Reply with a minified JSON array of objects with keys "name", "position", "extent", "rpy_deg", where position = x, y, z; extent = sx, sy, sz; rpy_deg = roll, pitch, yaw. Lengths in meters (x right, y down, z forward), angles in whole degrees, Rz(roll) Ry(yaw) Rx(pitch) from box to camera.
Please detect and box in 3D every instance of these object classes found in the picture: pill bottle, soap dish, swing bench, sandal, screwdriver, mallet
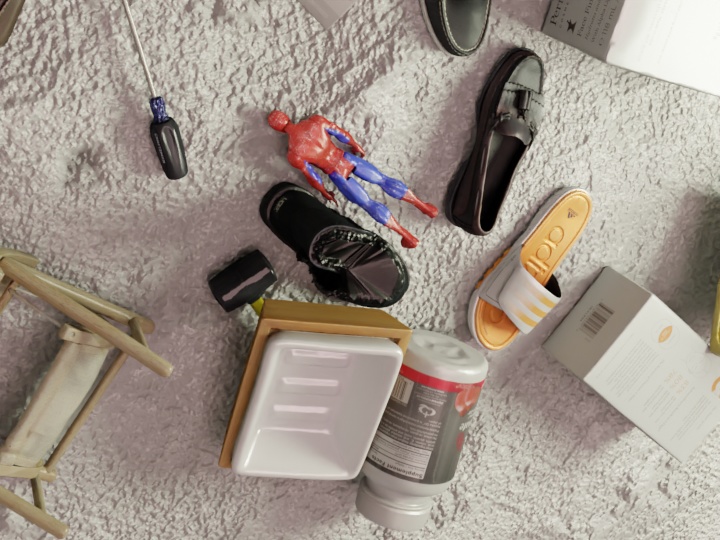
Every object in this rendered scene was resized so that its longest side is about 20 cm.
[{"name":"pill bottle","position":[0.058,0.173,1.472],"extent":[0.110,0.111,0.201],"rpy_deg":[9,107,-26]},{"name":"soap dish","position":[-0.051,0.120,1.387],"extent":[0.157,0.081,0.201],"rpy_deg":[5,126,-19]},{"name":"swing bench","position":[-0.316,0.105,1.272],"extent":[0.200,0.130,0.199],"rpy_deg":[32,96,-25]},{"name":"sandal","position":[0.193,0.002,1.492],"extent":[0.079,0.059,0.207],"rpy_deg":[29,97,-30]},{"name":"screwdriver","position":[-0.194,-0.174,1.263],"extent":[0.028,0.029,0.201],"rpy_deg":[-22,123,-15]},{"name":"mallet","position":[-0.077,0.060,1.412],"extent":[0.066,0.041,0.200],"rpy_deg":[-40,125,-1]}]

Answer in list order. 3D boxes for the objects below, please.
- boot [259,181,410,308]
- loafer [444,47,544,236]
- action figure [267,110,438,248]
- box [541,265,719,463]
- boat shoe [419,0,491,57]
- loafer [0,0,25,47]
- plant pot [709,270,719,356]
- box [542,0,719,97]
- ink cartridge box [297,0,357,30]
[{"name":"boot","position":[0.000,0.000,1.342],"extent":[0.200,0.168,0.077],"rpy_deg":[38,92,-32]},{"name":"loafer","position":[0.151,-0.129,1.418],"extent":[0.072,0.063,0.201],"rpy_deg":[14,104,-28]},{"name":"action figure","position":[-0.014,-0.098,1.367],"extent":[0.200,0.052,0.066],"rpy_deg":[37,88,-26]},{"name":"box","position":[0.328,0.109,1.573],"extent":[0.200,0.097,0.125],"rpy_deg":[39,92,-30]},{"name":"boat shoe","position":[0.098,-0.300,1.327],"extent":[0.075,0.060,0.201],"rpy_deg":[-17,116,-17]},{"name":"loafer","position":[-0.323,-0.230,1.170],"extent":[0.200,0.073,0.071],"rpy_deg":[-40,131,1]},{"name":"plant pot","position":[0.535,0.017,1.561],"extent":[0.200,0.195,0.195],"rpy_deg":[8,91,-56]},{"name":"box","position":[0.324,-0.295,1.388],"extent":[0.199,0.131,0.200],"rpy_deg":[11,106,-26]},{"name":"ink cartridge box","position":[-0.014,-0.348,1.255],"extent":[0.200,0.050,0.161],"rpy_deg":[-42,106,19]}]
